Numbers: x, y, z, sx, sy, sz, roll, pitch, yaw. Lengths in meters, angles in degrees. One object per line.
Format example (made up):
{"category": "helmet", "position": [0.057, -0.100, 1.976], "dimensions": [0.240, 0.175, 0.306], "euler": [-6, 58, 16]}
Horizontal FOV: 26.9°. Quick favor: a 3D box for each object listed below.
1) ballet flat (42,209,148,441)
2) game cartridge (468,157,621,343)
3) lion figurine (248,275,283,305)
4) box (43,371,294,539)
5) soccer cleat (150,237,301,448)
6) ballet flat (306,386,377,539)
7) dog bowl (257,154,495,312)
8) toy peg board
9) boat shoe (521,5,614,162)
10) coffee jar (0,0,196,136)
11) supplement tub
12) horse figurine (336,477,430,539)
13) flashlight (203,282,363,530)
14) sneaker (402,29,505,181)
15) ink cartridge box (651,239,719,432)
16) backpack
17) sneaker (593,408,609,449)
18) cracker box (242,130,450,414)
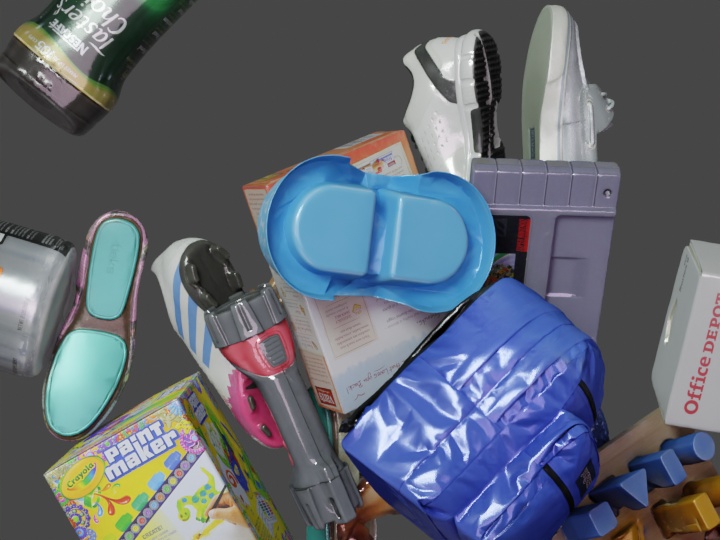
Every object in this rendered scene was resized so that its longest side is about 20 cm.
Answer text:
{"category": "ballet flat", "position": [-0.224, 0.047, 1.297], "dimensions": [0.069, 0.071, 0.201], "euler": [12, 86, -6]}
{"category": "game cartridge", "position": [0.145, 0.000, 1.281], "dimensions": [0.129, 0.038, 0.201], "euler": [-1, 121, -6]}
{"category": "lion figurine", "position": [-0.013, 0.015, 1.312], "dimensions": [0.123, 0.072, 0.200], "euler": [-47, 107, -9]}
{"category": "box", "position": [-0.145, 0.203, 1.242], "dimensions": [0.122, 0.200, 0.193], "euler": [-29, 92, 0]}
{"category": "soccer cleat", "position": [-0.115, 0.062, 1.308], "dimensions": [0.070, 0.086, 0.201], "euler": [-33, 106, -33]}
{"category": "ballet flat", "position": [-0.017, 0.193, 1.323], "dimensions": [0.062, 0.067, 0.201], "euler": [-3, 96, -31]}
{"category": "dog bowl", "position": [0.009, -0.028, 1.192], "dimensions": [0.199, 0.050, 0.112], "euler": [7, 90, -26]}
{"category": "toy peg board", "position": [0.268, 0.232, 1.256], "dimensions": [0.200, 0.098, 0.200], "euler": [-27, 89, -33]}
{"category": "boat shoe", "position": [0.183, -0.128, 1.311], "dimensions": [0.071, 0.070, 0.202], "euler": [-1, 96, -12]}
{"category": "coffee jar", "position": [-0.215, -0.216, 1.282], "dimensions": [0.104, 0.085, 0.200], "euler": [38, 91, -2]}
{"category": "supplement tub", "position": [-0.349, 0.007, 1.268], "dimensions": [0.199, 0.123, 0.123], "euler": [16, 92, -2]}
{"category": "horse figurine", "position": [0.059, 0.158, 1.305], "dimensions": [0.132, 0.050, 0.201], "euler": [18, 89, -20]}
{"category": "flashlight", "position": [-0.063, 0.113, 1.243], "dimensions": [0.068, 0.068, 0.201], "euler": [-19, 100, 22]}
{"category": "sneaker", "position": [0.081, -0.107, 1.312], "dimensions": [0.080, 0.074, 0.201], "euler": [1, 98, 27]}
{"category": "ink cartridge box", "position": [0.364, 0.067, 1.289], "dimensions": [0.199, 0.088, 0.146], "euler": [10, 111, 1]}
{"category": "backpack", "position": [0.112, 0.123, 1.196], "dimensions": [0.168, 0.163, 0.200], "euler": [36, 78, 22]}
{"category": "sneaker", "position": [0.173, 0.206, 1.317], "dimensions": [0.070, 0.078, 0.201], "euler": [15, 67, -32]}
{"category": "cracker box", "position": [0.000, 0.000, 1.248], "dimensions": [0.134, 0.058, 0.201], "euler": [-23, 102, -24]}
